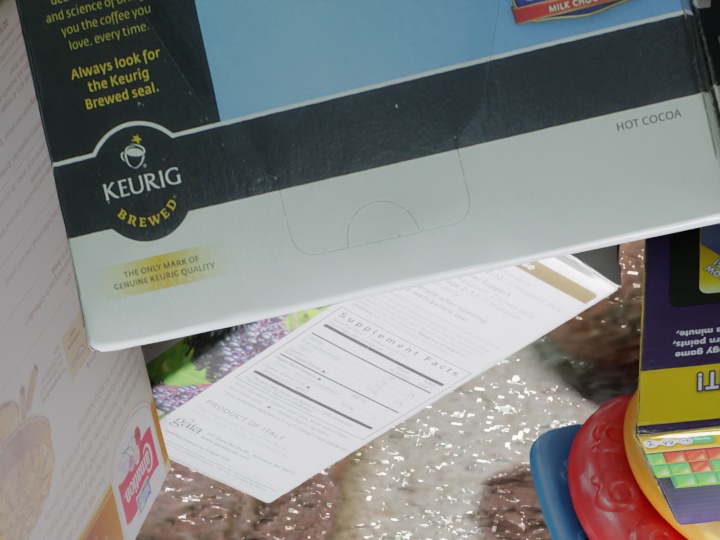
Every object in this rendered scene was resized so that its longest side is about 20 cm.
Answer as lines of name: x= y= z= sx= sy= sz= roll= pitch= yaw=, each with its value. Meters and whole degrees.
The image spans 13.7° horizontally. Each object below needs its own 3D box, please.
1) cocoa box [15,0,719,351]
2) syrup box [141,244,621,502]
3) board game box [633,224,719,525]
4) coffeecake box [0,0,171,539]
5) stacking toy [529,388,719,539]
cocoa box: x=0.020 y=-0.064 z=0.872 sx=0.200 sy=0.131 sz=0.133 roll=-12 pitch=-179 yaw=23
syrup box: x=0.000 y=0.000 z=1.049 sx=0.081 sy=0.079 sz=0.200 roll=27 pitch=139 yaw=-27
board game box: x=0.190 y=-0.012 z=0.932 sx=0.200 sy=0.165 sz=0.057 roll=-7 pitch=143 yaw=18
coffeecake box: x=-0.133 y=0.018 z=0.966 sx=0.073 sy=0.154 sz=0.200 roll=-5 pitch=115 yaw=15
stacking toy: x=0.155 y=0.047 z=1.090 sx=0.116 sy=0.110 sz=0.200 roll=5 pitch=136 yaw=-26
